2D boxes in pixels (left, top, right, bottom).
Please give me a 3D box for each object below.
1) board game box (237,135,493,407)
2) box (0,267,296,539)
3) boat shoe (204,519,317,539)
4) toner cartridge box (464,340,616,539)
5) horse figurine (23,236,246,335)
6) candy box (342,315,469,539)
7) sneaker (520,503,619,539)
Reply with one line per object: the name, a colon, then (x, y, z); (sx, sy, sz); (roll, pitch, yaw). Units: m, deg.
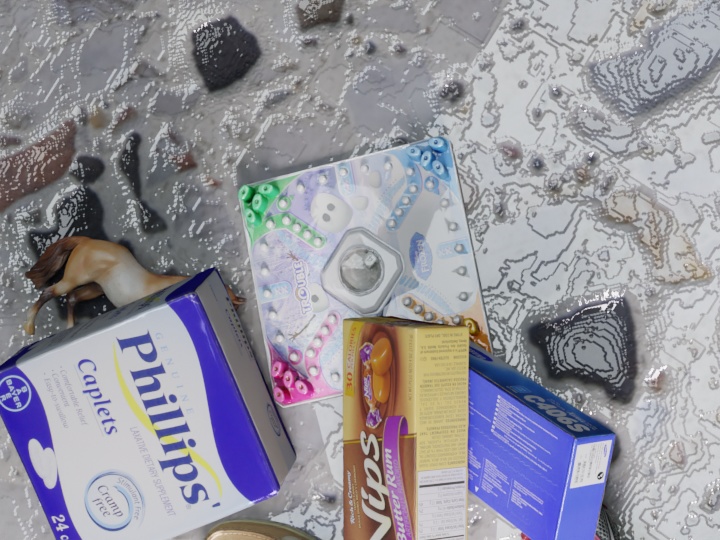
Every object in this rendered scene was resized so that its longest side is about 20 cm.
board game box: (0.000, 0.000, 1.298); (0.197, 0.026, 0.203); (-13, 80, 11)
box: (-0.181, 0.125, 1.260); (0.198, 0.105, 0.186); (-22, 96, 8)
boat shoe: (-0.049, 0.261, 1.254); (0.197, 0.066, 0.075); (17, 86, 15)
toner cartridge box: (0.114, 0.132, 1.173); (0.200, 0.043, 0.096); (33, 118, 53)
horse figurine: (-0.216, 0.029, 1.334); (0.199, 0.050, 0.134); (33, 98, 12)
candy box: (0.035, 0.142, 1.209); (0.056, 0.116, 0.203); (0, 92, -31)
sneaker: (0.162, 0.190, 1.217); (0.074, 0.081, 0.202); (-6, 67, -24)
